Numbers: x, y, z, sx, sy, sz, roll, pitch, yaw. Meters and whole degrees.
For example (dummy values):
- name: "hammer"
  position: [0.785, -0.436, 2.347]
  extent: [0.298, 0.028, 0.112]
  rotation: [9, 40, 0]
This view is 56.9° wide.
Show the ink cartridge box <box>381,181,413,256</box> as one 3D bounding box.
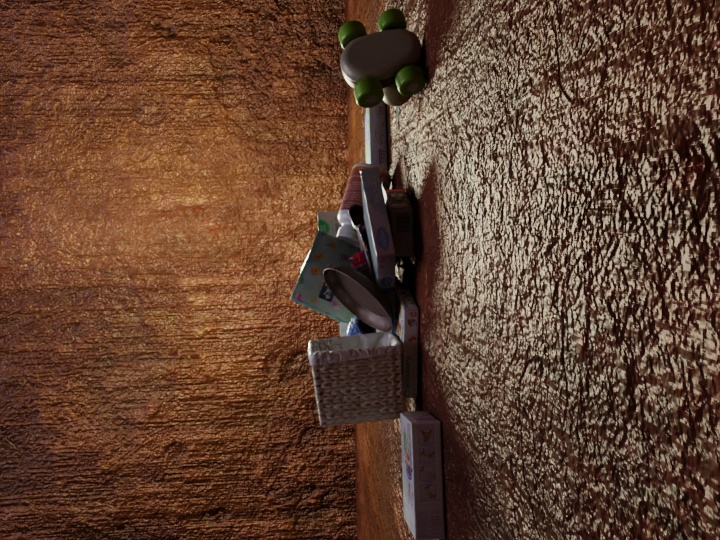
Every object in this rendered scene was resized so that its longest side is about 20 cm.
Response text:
- name: "ink cartridge box"
  position: [0.081, -0.121, 1.489]
  extent: [0.201, 0.050, 0.111]
  rotation: [-99, 7, -65]

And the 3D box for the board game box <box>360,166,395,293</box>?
- name: "board game box"
  position: [0.038, -0.080, 1.413]
  extent: [0.200, 0.043, 0.203]
  rotation: [82, 178, -67]

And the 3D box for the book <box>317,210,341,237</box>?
- name: "book"
  position: [-0.017, -0.106, 1.808]
  extent: [0.048, 0.197, 0.135]
  rotation: [93, 173, -50]

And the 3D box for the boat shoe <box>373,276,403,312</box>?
- name: "boat shoe"
  position: [0.074, 0.048, 1.588]
  extent: [0.073, 0.065, 0.200]
  rotation: [54, -176, -11]

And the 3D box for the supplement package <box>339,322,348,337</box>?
- name: "supplement package"
  position: [0.017, 0.196, 1.804]
  extent: [0.117, 0.115, 0.203]
  rotation: [37, -133, -65]

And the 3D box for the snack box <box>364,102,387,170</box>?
- name: "snack box"
  position: [0.043, -0.365, 1.877]
  extent: [0.142, 0.052, 0.203]
  rotation: [138, 130, -82]

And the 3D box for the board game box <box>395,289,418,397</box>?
- name: "board game box"
  position: [0.099, 0.157, 1.446]
  extent: [0.126, 0.034, 0.203]
  rotation: [-108, 17, -72]

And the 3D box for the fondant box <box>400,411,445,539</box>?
- name: "fondant box"
  position: [0.112, 0.371, 1.222]
  extent: [0.144, 0.057, 0.203]
  rotation: [133, 134, -84]

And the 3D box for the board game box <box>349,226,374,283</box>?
- name: "board game box"
  position: [0.000, 0.000, 1.542]
  extent: [0.159, 0.038, 0.202]
  rotation: [-109, 5, -46]

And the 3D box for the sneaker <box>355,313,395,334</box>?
- name: "sneaker"
  position: [0.044, 0.133, 1.646]
  extent: [0.199, 0.113, 0.082]
  rotation: [110, 159, -81]

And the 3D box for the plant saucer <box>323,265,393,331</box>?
- name: "plant saucer"
  position: [0.002, 0.057, 1.482]
  extent: [0.035, 0.199, 0.201]
  rotation: [-48, -11, -18]

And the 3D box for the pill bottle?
- name: "pill bottle"
  position: [0.004, -0.166, 1.728]
  extent: [0.112, 0.111, 0.203]
  rotation: [107, 180, -77]

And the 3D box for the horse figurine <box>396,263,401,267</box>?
- name: "horse figurine"
  position: [0.069, -0.079, 1.674]
  extent: [0.132, 0.049, 0.203]
  rotation: [161, 105, -79]

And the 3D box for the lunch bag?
- name: "lunch bag"
  position: [-0.071, 0.025, 1.669]
  extent: [0.122, 0.168, 0.202]
  rotation: [117, 175, -52]

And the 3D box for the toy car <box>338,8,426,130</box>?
- name: "toy car"
  position: [0.048, -0.372, 1.310]
  extent: [0.200, 0.155, 0.166]
  rotation: [69, -174, -69]

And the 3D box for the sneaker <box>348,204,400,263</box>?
- name: "sneaker"
  position: [0.026, -0.081, 1.584]
  extent: [0.083, 0.077, 0.201]
  rotation: [26, -158, -54]

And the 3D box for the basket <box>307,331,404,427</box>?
- name: "basket"
  position: [-0.011, 0.230, 1.437]
  extent: [0.198, 0.197, 0.164]
  rotation: [-153, 58, -84]

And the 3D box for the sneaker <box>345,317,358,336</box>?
- name: "sneaker"
  position: [0.002, 0.122, 1.723]
  extent: [0.077, 0.075, 0.203]
  rotation: [37, -109, -65]
